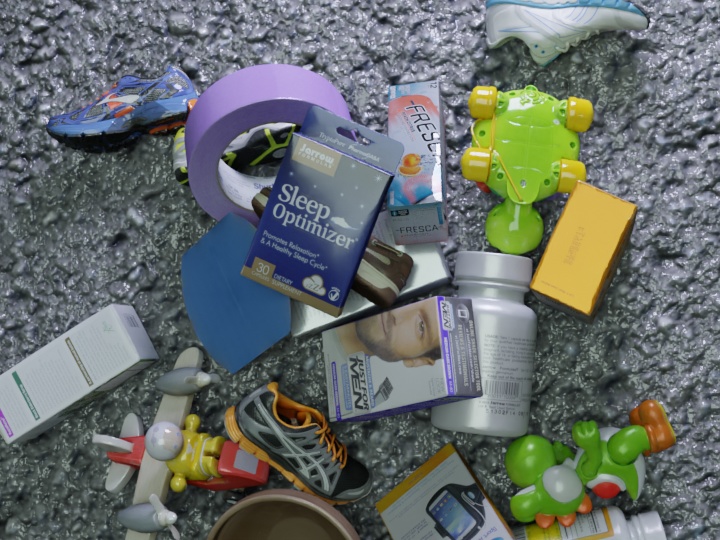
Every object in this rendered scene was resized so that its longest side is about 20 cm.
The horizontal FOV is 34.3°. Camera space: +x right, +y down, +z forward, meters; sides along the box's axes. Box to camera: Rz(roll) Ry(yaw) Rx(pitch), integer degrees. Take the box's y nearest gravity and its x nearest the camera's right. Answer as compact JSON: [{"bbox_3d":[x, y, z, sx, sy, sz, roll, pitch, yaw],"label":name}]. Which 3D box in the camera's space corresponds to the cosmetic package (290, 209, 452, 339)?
[{"bbox_3d":[0.000,0.000,1.389,0.198,0.071,0.103,-21,81,7],"label":"cosmetic package"}]

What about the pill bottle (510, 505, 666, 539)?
[{"bbox_3d":[0.246,0.330,1.312,0.197,0.109,0.111,-14,84,7],"label":"pill bottle"}]

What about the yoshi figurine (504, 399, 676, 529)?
[{"bbox_3d":[0.245,0.203,1.317,0.198,0.112,0.113,-28,117,-4],"label":"yoshi figurine"}]

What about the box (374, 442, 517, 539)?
[{"bbox_3d":[0.104,0.300,1.309,0.119,0.042,0.201,-39,40,5],"label":"box"}]

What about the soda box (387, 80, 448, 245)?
[{"bbox_3d":[0.066,-0.126,1.341,0.063,0.069,0.202,-6,50,8],"label":"soda box"}]

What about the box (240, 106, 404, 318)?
[{"bbox_3d":[-0.042,-0.065,1.270,0.120,0.032,0.202,23,99,8],"label":"box"}]

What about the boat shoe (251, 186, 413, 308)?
[{"bbox_3d":[-0.029,-0.042,1.333,0.201,0.075,0.075,36,75,6],"label":"boat shoe"}]

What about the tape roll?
[{"bbox_3d":[-0.103,-0.137,1.351,0.198,0.201,0.066,-21,48,6],"label":"tape roll"}]

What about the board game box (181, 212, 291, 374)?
[{"bbox_3d":[-0.139,0.023,1.393,0.200,0.039,0.159,-36,76,44],"label":"board game box"}]

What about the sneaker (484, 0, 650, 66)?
[{"bbox_3d":[0.241,-0.284,1.382,0.197,0.075,0.088,7,94,16],"label":"sneaker"}]

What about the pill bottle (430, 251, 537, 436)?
[{"bbox_3d":[0.145,0.084,1.341,0.113,0.114,0.203,5,87,9],"label":"pill bottle"}]

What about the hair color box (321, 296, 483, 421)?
[{"bbox_3d":[0.043,0.103,1.320,0.199,0.064,0.111,-19,72,45],"label":"hair color box"}]

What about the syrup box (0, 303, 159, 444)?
[{"bbox_3d":[-0.355,0.126,1.429,0.199,0.079,0.082,-31,83,5],"label":"syrup box"}]

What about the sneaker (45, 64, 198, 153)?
[{"bbox_3d":[-0.295,-0.200,1.454,0.197,0.075,0.080,-13,75,-1],"label":"sneaker"}]

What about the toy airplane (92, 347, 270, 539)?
[{"bbox_3d":[-0.227,0.211,1.372,0.198,0.141,0.201,-33,64,-7],"label":"toy airplane"}]

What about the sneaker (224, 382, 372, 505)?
[{"bbox_3d":[-0.060,0.201,1.348,0.199,0.079,0.077,34,114,-23],"label":"sneaker"}]

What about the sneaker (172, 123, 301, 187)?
[{"bbox_3d":[-0.139,-0.171,1.423,0.197,0.076,0.077,-17,67,-1],"label":"sneaker"}]

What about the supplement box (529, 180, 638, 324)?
[{"bbox_3d":[0.248,-0.015,1.289,0.073,0.200,0.127,24,91,13],"label":"supplement box"}]

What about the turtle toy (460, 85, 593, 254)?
[{"bbox_3d":[0.186,-0.118,1.349,0.144,0.101,0.203,8,75,3],"label":"turtle toy"}]

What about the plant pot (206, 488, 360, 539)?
[{"bbox_3d":[-0.079,0.342,1.357,0.198,0.093,0.204,2,101,12],"label":"plant pot"}]
